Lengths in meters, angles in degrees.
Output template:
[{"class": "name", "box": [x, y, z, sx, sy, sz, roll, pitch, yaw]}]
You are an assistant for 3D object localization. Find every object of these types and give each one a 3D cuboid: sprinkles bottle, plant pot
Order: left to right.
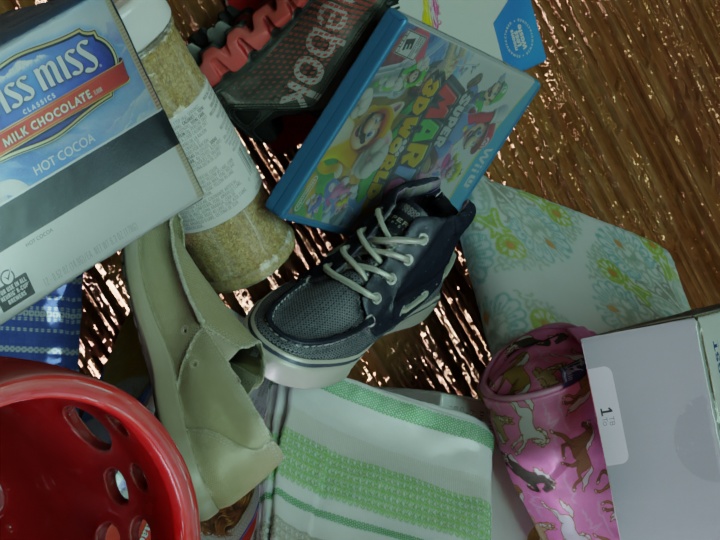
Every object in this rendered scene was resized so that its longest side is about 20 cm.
[{"class": "plant pot", "box": [-0.211, 0.140, 1.154, 0.200, 0.182, 0.202, -6, 100, -34]}, {"class": "sprinkles bottle", "box": [-0.110, -0.081, 1.298, 0.068, 0.068, 0.201, -46, 123, -28]}]

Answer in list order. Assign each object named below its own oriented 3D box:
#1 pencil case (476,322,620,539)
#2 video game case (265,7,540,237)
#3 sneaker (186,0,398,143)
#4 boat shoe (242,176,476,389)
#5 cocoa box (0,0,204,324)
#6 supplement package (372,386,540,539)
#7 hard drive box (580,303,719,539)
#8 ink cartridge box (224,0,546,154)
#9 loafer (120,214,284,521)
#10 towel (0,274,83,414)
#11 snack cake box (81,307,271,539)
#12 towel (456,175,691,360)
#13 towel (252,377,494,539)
[{"class": "pencil case", "box": [0.147, 0.134, 1.358, 0.083, 0.086, 0.201, -48, 122, -44]}, {"class": "video game case", "box": [0.032, -0.082, 1.365, 0.143, 0.018, 0.200, -57, 153, 10]}, {"class": "sneaker", "box": [-0.016, -0.149, 1.317, 0.098, 0.200, 0.071, 51, 19, -11]}, {"class": "boat shoe", "box": [0.000, 0.000, 1.316, 0.200, 0.075, 0.093, -32, 152, -58]}, {"class": "cocoa box", "box": [-0.215, -0.050, 1.169, 0.200, 0.133, 0.132, -34, 108, -29]}, {"class": "supplement package", "box": [0.089, 0.146, 1.438, 0.199, 0.109, 0.114, 11, 83, -37]}, {"class": "hard drive box", "box": [0.220, 0.101, 1.330, 0.200, 0.076, 0.157, -6, 85, -63]}, {"class": "ink cartridge box", "box": [0.019, -0.160, 1.412, 0.199, 0.067, 0.117, -26, 105, -34]}, {"class": "loafer", "box": [-0.090, 0.047, 1.226, 0.068, 0.076, 0.201, -14, 63, -3]}, {"class": "towel", "box": [-0.222, -0.014, 1.256, 0.144, 0.024, 0.201, 5, 87, -36]}, {"class": "snack cake box", "box": [-0.114, 0.123, 1.309, 0.115, 0.067, 0.201, 34, 70, -33]}, {"class": "towel", "box": [0.156, 0.029, 1.473, 0.199, 0.048, 0.172, 19, 37, -32]}, {"class": "towel", "box": [0.010, 0.147, 1.252, 0.148, 0.031, 0.201, 17, 43, -12]}]
